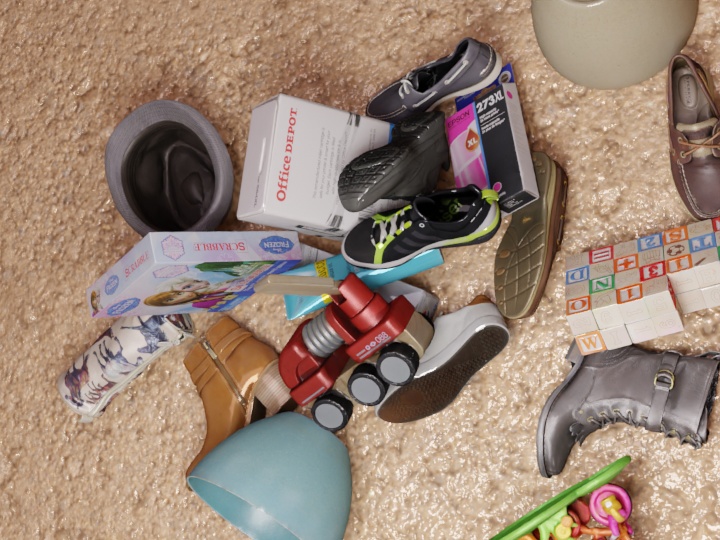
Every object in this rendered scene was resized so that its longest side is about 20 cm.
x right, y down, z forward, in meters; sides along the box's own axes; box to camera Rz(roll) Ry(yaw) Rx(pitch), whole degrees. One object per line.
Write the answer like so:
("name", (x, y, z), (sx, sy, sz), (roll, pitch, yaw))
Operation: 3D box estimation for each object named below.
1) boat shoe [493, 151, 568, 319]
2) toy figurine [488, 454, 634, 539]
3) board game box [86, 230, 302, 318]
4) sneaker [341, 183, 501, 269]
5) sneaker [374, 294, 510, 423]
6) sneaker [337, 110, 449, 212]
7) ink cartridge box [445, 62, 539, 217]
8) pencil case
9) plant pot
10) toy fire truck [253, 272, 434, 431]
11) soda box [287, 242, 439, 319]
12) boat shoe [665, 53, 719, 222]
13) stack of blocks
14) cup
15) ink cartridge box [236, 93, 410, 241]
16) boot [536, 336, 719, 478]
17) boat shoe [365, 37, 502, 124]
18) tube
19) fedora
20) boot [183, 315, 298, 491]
("boat shoe", (0.210, -0.037, 1.437), (0.072, 0.068, 0.200), (-1, 74, 47))
("toy figurine", (0.259, 0.328, 1.318), (0.200, 0.150, 0.184), (-37, 79, 17))
("board game box", (-0.206, 0.006, 1.498), (0.200, 0.199, 0.041), (-33, 65, 51))
("sneaker", (0.064, -0.061, 1.398), (0.200, 0.083, 0.072), (-16, 59, 16))
("sneaker", (0.095, 0.107, 1.474), (0.200, 0.073, 0.085), (-40, 33, 19))
("sneaker", (0.050, -0.113, 1.437), (0.076, 0.200, 0.091), (3, 123, 42))
("ink cartridge box", (0.154, -0.154, 1.470), (0.095, 0.037, 0.200), (-30, 52, 36))
("pencil case", (-0.314, 0.114, 1.630), (0.200, 0.078, 0.089), (-42, 47, 10))
("plant pot", (-0.088, 0.249, 1.459), (0.200, 0.200, 0.135), (23, 66, 25))
("toy fire truck", (-0.042, 0.071, 1.402), (0.200, 0.129, 0.176), (46, 124, -9))
("soda box", (-0.007, 0.027, 1.524), (0.200, 0.063, 0.068), (22, 88, 25))
("boat shoe", (0.381, -0.151, 1.388), (0.072, 0.072, 0.200), (-9, 76, 22))
("stack of blocks", (0.331, 0.014, 1.349), (0.200, 0.059, 0.115), (-16, 31, 19))
("cup", (0.284, -0.330, 1.428), (0.200, 0.143, 0.201), (-5, 77, 22))
("ink cartridge box", (-0.038, -0.117, 1.488), (0.084, 0.200, 0.146), (-8, 73, 61))
("boot", (0.300, 0.161, 1.361), (0.174, 0.069, 0.200), (19, 85, 26))
("boat shoe", (0.078, -0.237, 1.522), (0.200, 0.063, 0.073), (-20, 57, 33))
("tube", (0.000, 0.000, 1.467), (0.200, 0.050, 0.078), (-20, 41, 6))
("fedora", (-0.241, -0.124, 1.641), (0.177, 0.090, 0.200), (-41, 73, 12))
("boot", (-0.185, 0.168, 1.563), (0.155, 0.077, 0.200), (43, 96, 23))
